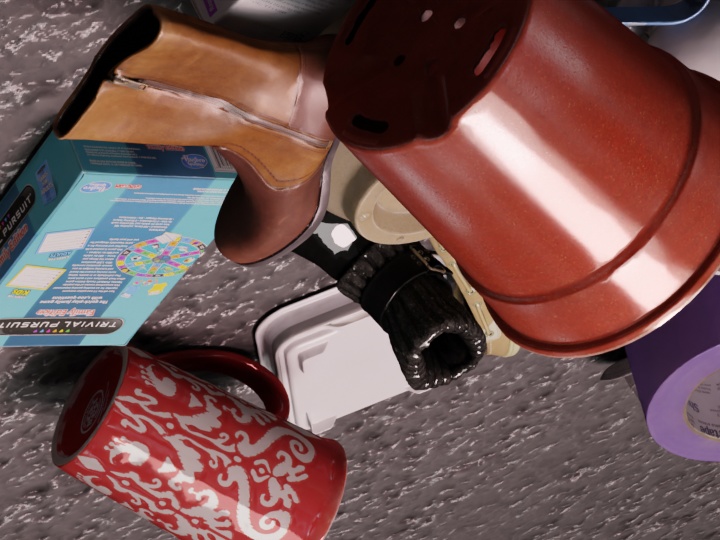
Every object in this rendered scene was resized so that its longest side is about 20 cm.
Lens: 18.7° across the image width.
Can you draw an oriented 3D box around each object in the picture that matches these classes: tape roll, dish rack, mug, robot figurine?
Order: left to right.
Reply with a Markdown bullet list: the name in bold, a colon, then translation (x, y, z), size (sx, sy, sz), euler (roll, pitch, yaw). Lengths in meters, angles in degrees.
- **mug**: translation (-0.133, 0.140, 1.710), size (0.200, 0.178, 0.134), euler (30, 102, -23)
- **dish rack**: translation (0.001, 0.070, 1.833), size (0.171, 0.044, 0.200), euler (-20, 152, -8)
- **robot figurine**: translation (0.254, -0.162, 1.462), size (0.169, 0.200, 0.113), euler (13, 139, 11)
- **tape roll**: translation (0.330, 0.074, 1.855), size (0.199, 0.085, 0.200), euler (-8, 144, -6)

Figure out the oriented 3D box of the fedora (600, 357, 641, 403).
- **fedora**: translation (0.320, 0.105, 2.044), size (0.176, 0.091, 0.200), euler (-18, 172, -9)

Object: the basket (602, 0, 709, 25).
- **basket**: translation (0.150, -0.224, 1.309), size (0.176, 0.139, 0.200), euler (-9, 142, -20)

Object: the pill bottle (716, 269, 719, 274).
- **pill bottle**: translation (0.189, -0.075, 1.515), size (0.199, 0.110, 0.109), euler (19, 136, -21)

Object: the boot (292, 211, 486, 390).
- **boot**: translation (0.002, -0.001, 1.570), size (0.079, 0.158, 0.211), euler (-38, 151, 25)

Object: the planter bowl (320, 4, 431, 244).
- **planter bowl**: translation (0.026, -0.103, 1.434), size (0.200, 0.135, 0.200), euler (-19, 153, -10)

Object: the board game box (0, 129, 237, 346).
- **board game box**: translation (-0.182, -0.022, 1.500), size (0.151, 0.047, 0.200), euler (1, 144, -42)

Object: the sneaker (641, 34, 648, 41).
- **sneaker**: translation (0.144, -0.100, 1.603), size (0.112, 0.078, 0.200), euler (-14, 152, -24)

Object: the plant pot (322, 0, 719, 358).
- **plant pot**: translation (0.093, -0.084, 1.256), size (0.201, 0.201, 0.195), euler (-35, 131, 20)

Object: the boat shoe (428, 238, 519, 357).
- **boat shoe**: translation (0.092, 0.010, 1.772), size (0.063, 0.073, 0.201), euler (-17, 150, -2)

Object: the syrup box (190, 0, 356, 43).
- **syrup box**: translation (-0.012, -0.216, 1.252), size (0.200, 0.082, 0.079), euler (-38, 149, 30)

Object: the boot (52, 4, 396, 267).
- **boot**: translation (-0.091, -0.072, 1.289), size (0.200, 0.069, 0.188), euler (1, 146, -44)
